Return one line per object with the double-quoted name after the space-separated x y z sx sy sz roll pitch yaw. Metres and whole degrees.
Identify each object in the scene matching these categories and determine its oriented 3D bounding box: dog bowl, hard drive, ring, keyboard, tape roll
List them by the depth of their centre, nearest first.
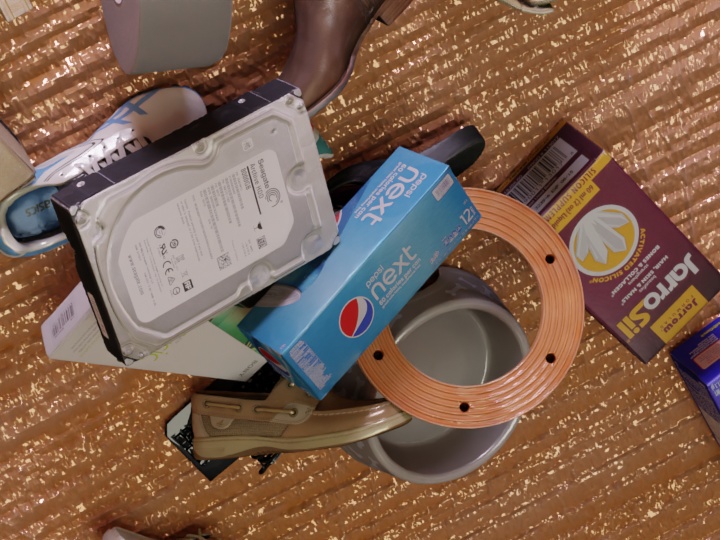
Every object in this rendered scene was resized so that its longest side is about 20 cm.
-0.143 -0.240 1.073 0.066 0.200 0.201 -9 117 -16 "tape roll"
-0.114 -0.036 1.130 0.200 0.038 0.140 -31 125 -25 "hard drive"
0.085 0.031 1.274 0.199 0.019 0.202 0 82 -3 "ring"
-0.068 0.114 1.363 0.200 0.040 0.104 -40 120 3 "keyboard"
0.067 0.100 1.373 0.199 0.059 0.201 -11 113 -27 "dog bowl"

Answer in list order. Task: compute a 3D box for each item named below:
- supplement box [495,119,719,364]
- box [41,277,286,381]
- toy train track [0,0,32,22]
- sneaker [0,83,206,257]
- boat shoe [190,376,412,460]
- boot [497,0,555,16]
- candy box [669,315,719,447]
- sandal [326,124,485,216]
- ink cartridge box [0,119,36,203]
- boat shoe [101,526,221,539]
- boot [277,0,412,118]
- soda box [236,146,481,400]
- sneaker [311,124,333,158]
0.219 -0.023 1.375 0.110 0.086 0.200 -46 121 5 "supplement box"
-0.135 0.031 1.239 0.199 0.036 0.144 9 140 -41 "box"
-0.300 -0.212 1.074 0.200 0.033 0.115 -38 96 -30 "toy train track"
-0.202 -0.073 1.206 0.200 0.072 0.072 -34 119 -4 "sneaker"
-0.055 0.118 1.297 0.199 0.071 0.065 -8 88 19 "boat shoe"
0.140 -0.241 1.202 0.199 0.155 0.072 11 110 -24 "boot"
0.425 0.116 1.523 0.169 0.077 0.200 -36 122 -1 "candy box"
0.014 -0.069 1.295 0.200 0.048 0.075 -32 164 -19 "sandal"
-0.371 -0.078 1.139 0.200 0.075 0.165 -38 122 -1 "ink cartridge box"
-0.149 0.269 1.393 0.200 0.075 0.069 34 94 -37 "boat shoe"
-0.069 -0.227 1.155 0.187 0.064 0.200 -52 124 -11 "boot"
0.000 0.000 1.213 0.200 0.068 0.064 -48 130 -13 "soda box"
-0.099 -0.044 1.257 0.093 0.070 0.200 32 98 -23 "sneaker"
